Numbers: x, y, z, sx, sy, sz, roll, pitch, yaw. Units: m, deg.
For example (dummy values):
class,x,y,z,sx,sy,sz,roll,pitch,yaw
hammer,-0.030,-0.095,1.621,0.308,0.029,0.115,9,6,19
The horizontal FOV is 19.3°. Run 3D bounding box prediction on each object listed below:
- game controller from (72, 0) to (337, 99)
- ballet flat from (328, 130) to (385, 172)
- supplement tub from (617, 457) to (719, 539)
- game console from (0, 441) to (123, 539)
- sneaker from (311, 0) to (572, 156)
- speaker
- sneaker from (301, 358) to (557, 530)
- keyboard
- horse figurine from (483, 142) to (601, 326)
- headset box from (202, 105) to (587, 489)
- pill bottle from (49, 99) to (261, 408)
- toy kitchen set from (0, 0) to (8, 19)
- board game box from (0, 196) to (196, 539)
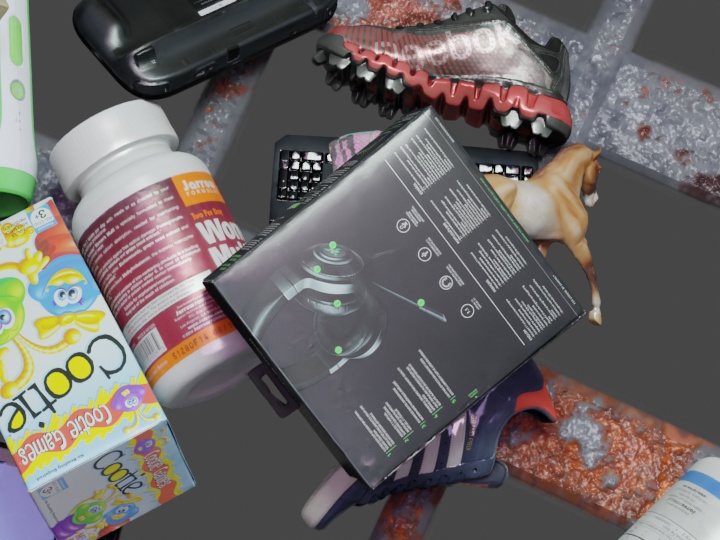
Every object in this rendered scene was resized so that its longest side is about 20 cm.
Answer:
class,x,y,z,sx,sy,sz,roll,pitch,yaw
game controller,-0.112,-0.193,1.558,0.199,0.042,0.104,-28,57,-33
ballet flat,0.000,0.000,1.511,0.070,0.069,0.202,5,102,24
supplement tub,0.212,0.237,1.431,0.200,0.132,0.132,-43,80,-12
game console,-0.273,0.190,1.436,0.198,0.119,0.174,14,75,2
sneaker,0.066,-0.156,1.567,0.198,0.071,0.099,14,75,0
speaker,-0.280,-0.144,1.547,0.087,0.089,0.202,-4,75,-3
sneaker,0.053,0.134,1.487,0.199,0.075,0.085,-37,91,-5
keyboard,0.032,-0.050,1.553,0.198,0.040,0.105,3,74,0
horse figurine,0.107,-0.023,1.508,0.198,0.050,0.134,-3,93,-35
headset box,0.015,0.022,1.402,0.200,0.093,0.175,-40,96,-7
pill bottle,-0.138,-0.013,1.501,0.109,0.110,0.201,-26,77,-9
toy kitchen set,-0.390,-0.180,1.474,0.200,0.180,0.164,-50,53,21
board game box,-0.207,0.071,1.451,0.102,0.105,0.201,-27,59,-8
